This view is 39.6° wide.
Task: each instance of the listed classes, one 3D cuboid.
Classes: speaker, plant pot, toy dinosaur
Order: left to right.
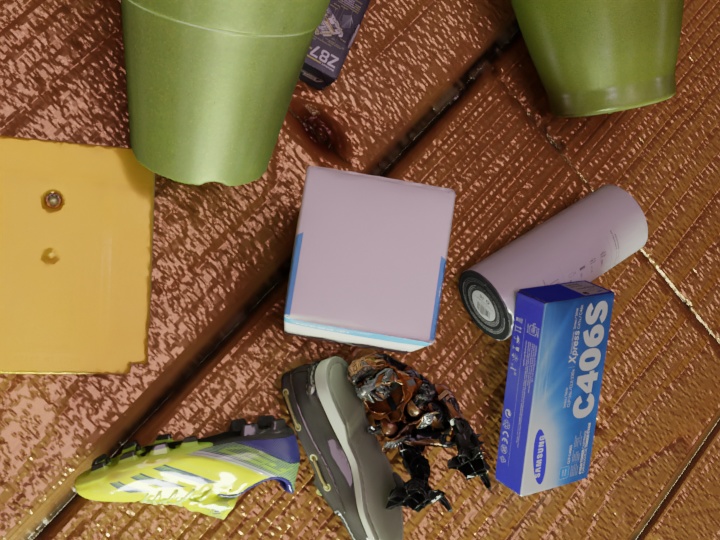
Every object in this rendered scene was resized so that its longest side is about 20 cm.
[{"bbox_3d":[-0.123,-0.180,0.844,0.199,0.200,0.191,-1,121,-23],"label":"plant pot"},{"bbox_3d":[0.068,0.145,0.945,0.199,0.102,0.136,14,40,-28],"label":"toy dinosaur"},{"bbox_3d":[0.201,-0.011,1.030,0.199,0.081,0.082,-31,97,-22],"label":"speaker"},{"bbox_3d":[0.246,-0.263,1.028,0.199,0.200,0.194,-16,103,-23],"label":"plant pot"}]

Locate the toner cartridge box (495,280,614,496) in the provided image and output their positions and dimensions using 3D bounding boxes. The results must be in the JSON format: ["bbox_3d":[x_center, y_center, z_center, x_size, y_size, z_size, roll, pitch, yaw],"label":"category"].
[{"bbox_3d":[0.191,0.115,0.989,0.094,0.043,0.202,-6,109,-32],"label":"toner cartridge box"}]

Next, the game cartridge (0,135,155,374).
[{"bbox_3d":[-0.268,-0.012,0.862,0.175,0.032,0.202,4,86,-23],"label":"game cartridge"}]

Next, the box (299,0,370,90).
[{"bbox_3d":[-0.084,-0.291,0.955,0.199,0.049,0.162,26,74,-19],"label":"box"}]

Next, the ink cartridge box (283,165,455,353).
[{"bbox_3d":[0.000,0.000,0.892,0.124,0.200,0.130,9,81,-4],"label":"ink cartridge box"}]

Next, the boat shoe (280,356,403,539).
[{"bbox_3d":[-0.016,0.180,0.934,0.072,0.060,0.203,-31,104,-62],"label":"boat shoe"}]

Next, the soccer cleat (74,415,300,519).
[{"bbox_3d":[-0.145,0.183,0.875,0.199,0.065,0.084,-8,92,-23],"label":"soccer cleat"}]
